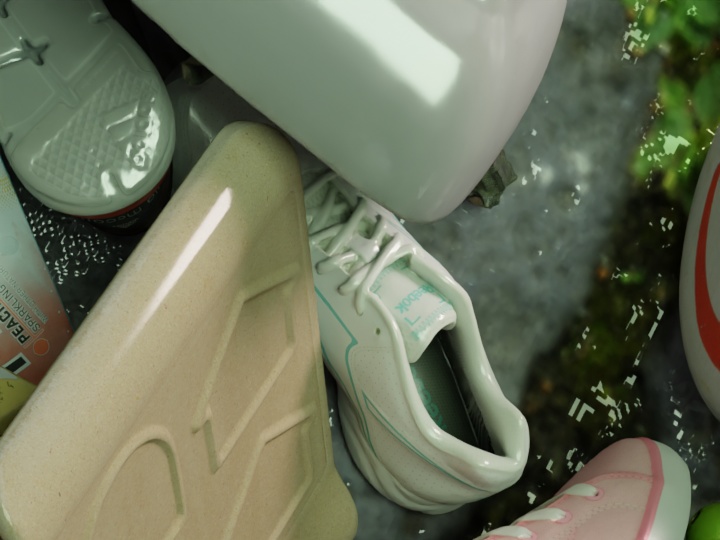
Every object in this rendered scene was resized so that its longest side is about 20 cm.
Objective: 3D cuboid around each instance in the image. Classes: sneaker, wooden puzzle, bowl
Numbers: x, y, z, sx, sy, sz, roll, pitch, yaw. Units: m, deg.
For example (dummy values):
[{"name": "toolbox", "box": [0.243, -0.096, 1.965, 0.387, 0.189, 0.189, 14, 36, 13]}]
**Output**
[{"name": "sneaker", "box": [-0.117, -0.097, 1.038, 0.077, 0.082, 0.201, -18, 70, 1]}, {"name": "sneaker", "box": [0.042, 0.114, 1.032, 0.105, 0.075, 0.200, 39, 54, -7]}, {"name": "sneaker", "box": [0.000, 0.000, 1.067, 0.070, 0.080, 0.201, -40, 99, -21]}, {"name": "wooden puzzle", "box": [-0.068, 0.076, 0.979, 0.186, 0.046, 0.201, -58, 150, -38]}, {"name": "bowl", "box": [-0.008, -0.127, 1.011, 0.200, 0.075, 0.200, 40, 25, -3]}]

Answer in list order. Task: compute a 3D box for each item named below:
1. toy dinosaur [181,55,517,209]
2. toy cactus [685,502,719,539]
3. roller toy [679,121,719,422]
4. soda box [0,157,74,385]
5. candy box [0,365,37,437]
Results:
[{"name": "toy dinosaur", "box": [-0.010, -0.078, 1.061, 0.200, 0.047, 0.088, 19, 31, -50]}, {"name": "toy cactus", "box": [0.159, 0.159, 1.096, 0.200, 0.102, 0.165, -43, 136, 8]}, {"name": "roller toy", "box": [0.221, -0.010, 1.110, 0.139, 0.183, 0.201, 15, 54, -20]}, {"name": "soda box", "box": [-0.155, -0.011, 1.001, 0.063, 0.068, 0.201, -25, 96, -25]}, {"name": "candy box", "box": [-0.180, 0.101, 0.881, 0.056, 0.200, 0.117, 27, 113, 13]}]
